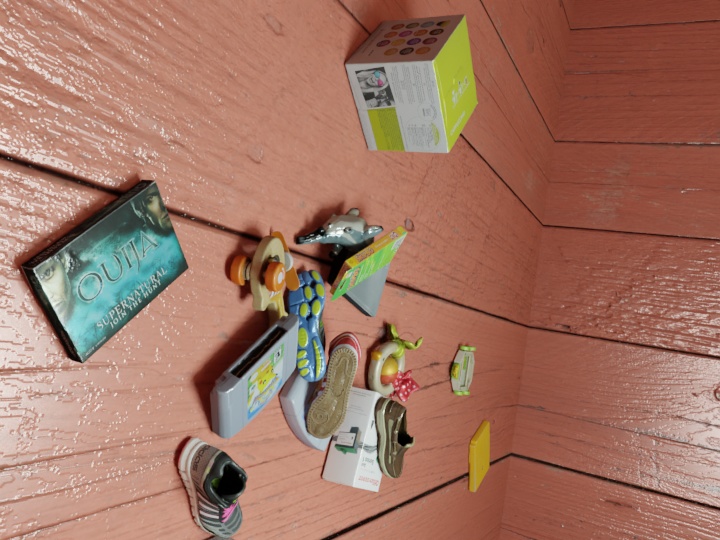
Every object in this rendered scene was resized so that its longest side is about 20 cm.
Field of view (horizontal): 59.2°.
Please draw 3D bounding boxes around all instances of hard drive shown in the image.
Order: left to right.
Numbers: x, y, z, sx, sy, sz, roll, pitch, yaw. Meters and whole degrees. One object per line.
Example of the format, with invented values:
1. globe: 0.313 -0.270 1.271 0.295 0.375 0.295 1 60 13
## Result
1. hard drive: 0.000 0.000 1.359 0.200 0.032 0.142 44 58 -56

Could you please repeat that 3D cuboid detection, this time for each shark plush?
1. shark plush: -0.035 -0.056 1.211 0.199 0.090 0.085 -18 134 -54

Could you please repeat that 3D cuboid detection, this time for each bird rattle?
1. bird rattle: 0.068 0.234 1.518 0.161 0.111 0.204 -16 123 -48

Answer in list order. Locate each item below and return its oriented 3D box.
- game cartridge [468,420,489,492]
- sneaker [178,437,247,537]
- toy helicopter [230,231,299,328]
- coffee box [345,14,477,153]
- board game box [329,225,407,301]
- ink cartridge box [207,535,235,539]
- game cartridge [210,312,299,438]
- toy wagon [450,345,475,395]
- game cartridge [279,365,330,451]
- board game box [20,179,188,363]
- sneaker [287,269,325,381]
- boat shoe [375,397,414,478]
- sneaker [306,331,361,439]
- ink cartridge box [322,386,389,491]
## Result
1. game cartridge: 0.446 0.695 2.379 0.176 0.032 0.205 -29 119 -57
2. sneaker: -0.212 0.347 0.977 0.074 0.086 0.204 -49 137 -46
3. toy helicopter: -0.146 0.028 1.070 0.133 0.077 0.203 -66 160 -46
4. coffee box: 0.115 -0.385 1.313 0.201 0.194 0.203 -58 143 -38
5. board game box: 0.012 -0.014 1.253 0.199 0.030 0.096 -37 163 -43
6. ink cartridge box: -0.250 0.505 0.945 0.199 0.083 0.148 8 90 -62
7. game cartridge: -0.167 0.174 1.035 0.200 0.040 0.135 -46 157 -43
8. toy wagon: 0.328 0.323 2.054 0.199 0.039 0.159 16 82 -61
9. game cartridge: -0.092 0.263 1.245 0.202 0.041 0.135 67 36 -44
10. board game box: -0.304 -0.004 0.783 0.201 0.028 0.137 -53 141 -44
11. sneaker: -0.098 0.101 1.166 0.083 0.069 0.205 146 -60 -79
12. boat shoe: 0.080 0.375 1.373 0.075 0.073 0.206 -47 136 -48
13. sneaker: -0.047 0.214 1.207 0.113 0.070 0.204 -78 -172 -71
14. ink cartridge box: 0.003 0.374 1.398 0.146 0.083 0.204 40 60 -58
